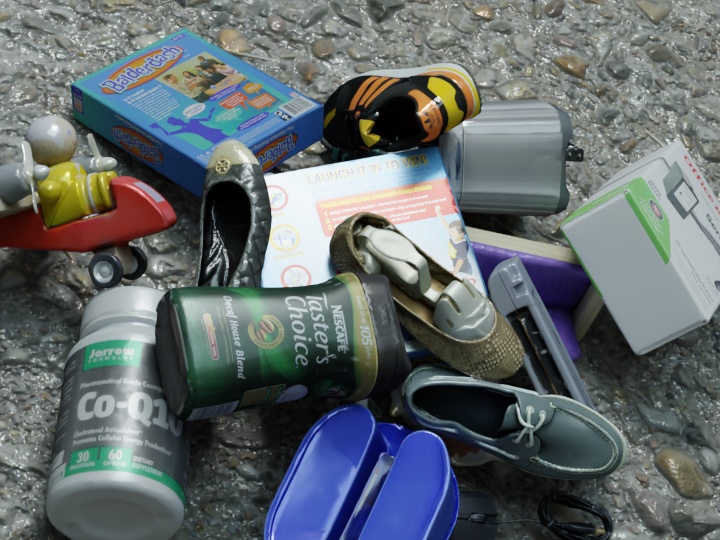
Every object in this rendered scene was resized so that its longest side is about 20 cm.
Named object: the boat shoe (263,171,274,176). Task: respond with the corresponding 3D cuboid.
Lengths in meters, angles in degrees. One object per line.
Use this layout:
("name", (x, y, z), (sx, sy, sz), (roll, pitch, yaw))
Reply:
("boat shoe", (-0.084, -0.007, 1.565), (0.067, 0.074, 0.200), (-8, 57, -26))

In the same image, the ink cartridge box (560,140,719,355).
("ink cartridge box", (0.289, -0.027, 1.629), (0.146, 0.084, 0.200), (58, 30, -3))

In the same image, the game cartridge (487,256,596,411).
("game cartridge", (0.170, 0.085, 1.524), (0.041, 0.133, 0.200), (-26, 90, 4))

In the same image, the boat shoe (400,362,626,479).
("boat shoe", (0.128, 0.133, 1.437), (0.200, 0.073, 0.062), (20, 7, 7))

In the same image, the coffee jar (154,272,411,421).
("coffee jar", (-0.061, 0.059, 1.375), (0.200, 0.085, 0.104), (-5, 67, -22))

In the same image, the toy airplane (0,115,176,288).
("toy airplane", (-0.283, -0.065, 1.471), (0.199, 0.141, 0.200), (-1, 9, -32))

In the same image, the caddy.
("caddy", (0.000, 0.210, 1.404), (0.141, 0.105, 0.200), (20, 65, 15))

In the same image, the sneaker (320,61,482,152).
("sneaker", (0.015, -0.143, 1.568), (0.090, 0.200, 0.070), (-34, 108, -40))

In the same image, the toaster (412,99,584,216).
("toaster", (0.127, -0.109, 1.653), (0.129, 0.114, 0.200), (-1, 10, -12))

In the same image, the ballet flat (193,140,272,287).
("ballet flat", (-0.115, -0.022, 1.449), (0.057, 0.066, 0.200), (29, 56, -52))

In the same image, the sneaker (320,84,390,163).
("sneaker", (0.003, -0.116, 1.693), (0.091, 0.078, 0.200), (4, 47, 5))

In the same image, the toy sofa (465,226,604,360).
("toy sofa", (0.132, 0.015, 1.616), (0.200, 0.083, 0.098), (12, 50, -10))

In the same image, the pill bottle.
("pill bottle", (-0.195, 0.120, 1.405), (0.113, 0.113, 0.200), (9, 51, -12))

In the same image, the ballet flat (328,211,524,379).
("ballet flat", (0.057, 0.019, 1.438), (0.200, 0.065, 0.071), (34, 64, 9))

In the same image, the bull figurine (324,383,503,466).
("bull figurine", (0.066, 0.129, 1.516), (0.200, 0.065, 0.121), (41, 58, 20))

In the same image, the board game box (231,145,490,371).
("board game box", (0.000, 0.000, 1.509), (0.200, 0.056, 0.196), (-10, 65, -13))

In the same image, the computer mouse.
("computer mouse", (0.128, 0.219, 1.473), (0.200, 0.034, 0.059), (1, 73, -13))

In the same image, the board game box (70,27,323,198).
("board game box", (-0.158, -0.154, 1.636), (0.200, 0.045, 0.152), (33, 49, 31))
